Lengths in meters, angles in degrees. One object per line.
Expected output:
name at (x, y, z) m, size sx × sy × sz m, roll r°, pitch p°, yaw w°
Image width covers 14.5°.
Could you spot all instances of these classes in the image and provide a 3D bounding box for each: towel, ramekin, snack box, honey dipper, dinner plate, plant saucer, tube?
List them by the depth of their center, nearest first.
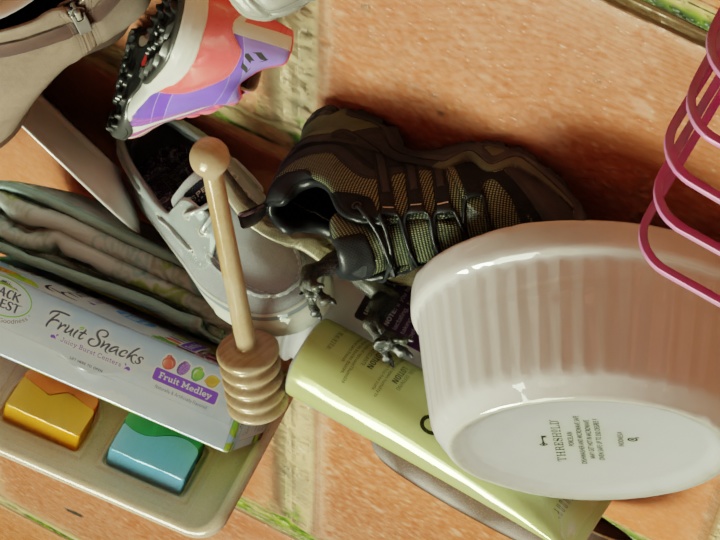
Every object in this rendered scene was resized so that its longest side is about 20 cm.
ramekin at (0.126, 0.056, 1.540) m, size 0.202 × 0.095 × 0.202 m, roll 2°, pitch 156°, yaw 1°
honey dipper at (-0.070, 0.004, 1.600) m, size 0.038 × 0.038 × 0.200 m, roll 19°, pitch 137°, yaw 27°
tube at (0.054, 0.094, 1.633) m, size 0.200 × 0.058 × 0.052 m, roll 29°, pitch 175°, yaw 13°
dinner plate at (-0.203, -0.099, 1.752) m, size 0.200 × 0.024 × 0.200 m, roll 43°, pitch 178°, yaw 2°
snack box at (-0.154, 0.050, 1.763) m, size 0.199 × 0.053 × 0.142 m, roll 23°, pitch -179°, yaw 6°
towel at (-0.145, -0.003, 1.827) m, size 0.200 × 0.048 × 0.171 m, roll 25°, pitch -178°, yaw 16°
plant saucer at (0.085, 0.143, 1.843) m, size 0.200 × 0.032 × 0.200 m, roll 28°, pitch -177°, yaw -2°

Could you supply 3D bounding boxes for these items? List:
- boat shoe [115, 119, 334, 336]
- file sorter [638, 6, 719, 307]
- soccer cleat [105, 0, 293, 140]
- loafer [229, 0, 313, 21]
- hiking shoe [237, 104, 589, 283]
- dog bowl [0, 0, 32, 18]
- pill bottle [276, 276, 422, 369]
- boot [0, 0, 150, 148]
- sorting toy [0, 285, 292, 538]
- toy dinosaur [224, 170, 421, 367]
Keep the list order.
boat shoe at (-0.090, -0.033, 1.694) m, size 0.201 × 0.070 × 0.072 m, roll 43°, pitch 168°, yaw 43°
file sorter at (0.212, -0.063, 1.244) m, size 0.139 × 0.126 × 0.200 m, roll 28°, pitch 157°, yaw 9°
soccer cleat at (-0.097, -0.111, 1.616) m, size 0.073 × 0.068 × 0.200 m, roll 14°, pitch 165°, yaw -14°
loafer at (-0.075, -0.212, 1.390) m, size 0.070 × 0.070 × 0.200 m, roll -25°, pitch 124°, yaw 25°
hiking shoe at (0.032, -0.023, 1.570) m, size 0.200 × 0.101 × 0.076 m, roll 16°, pitch 143°, yaw 33°
dog bowl at (-0.225, -0.216, 1.376) m, size 0.079 × 0.200 × 0.200 m, roll 4°, pitch 146°, yaw 51°
pill bottle at (0.041, 0.058, 1.720) m, size 0.200 × 0.113 × 0.113 m, roll 28°, pitch 157°, yaw 10°
boot at (-0.206, -0.126, 1.581) m, size 0.070 × 0.200 × 0.146 m, roll 57°, pitch 177°, yaw 8°
sorting toy at (-0.150, 0.075, 1.851) m, size 0.199 × 0.185 × 0.037 m, roll 19°, pitch 133°, yaw 8°
toy dinosaur at (0.000, 0.000, 1.632) m, size 0.199 × 0.088 × 0.048 m, roll 17°, pitch 136°, yaw -11°
